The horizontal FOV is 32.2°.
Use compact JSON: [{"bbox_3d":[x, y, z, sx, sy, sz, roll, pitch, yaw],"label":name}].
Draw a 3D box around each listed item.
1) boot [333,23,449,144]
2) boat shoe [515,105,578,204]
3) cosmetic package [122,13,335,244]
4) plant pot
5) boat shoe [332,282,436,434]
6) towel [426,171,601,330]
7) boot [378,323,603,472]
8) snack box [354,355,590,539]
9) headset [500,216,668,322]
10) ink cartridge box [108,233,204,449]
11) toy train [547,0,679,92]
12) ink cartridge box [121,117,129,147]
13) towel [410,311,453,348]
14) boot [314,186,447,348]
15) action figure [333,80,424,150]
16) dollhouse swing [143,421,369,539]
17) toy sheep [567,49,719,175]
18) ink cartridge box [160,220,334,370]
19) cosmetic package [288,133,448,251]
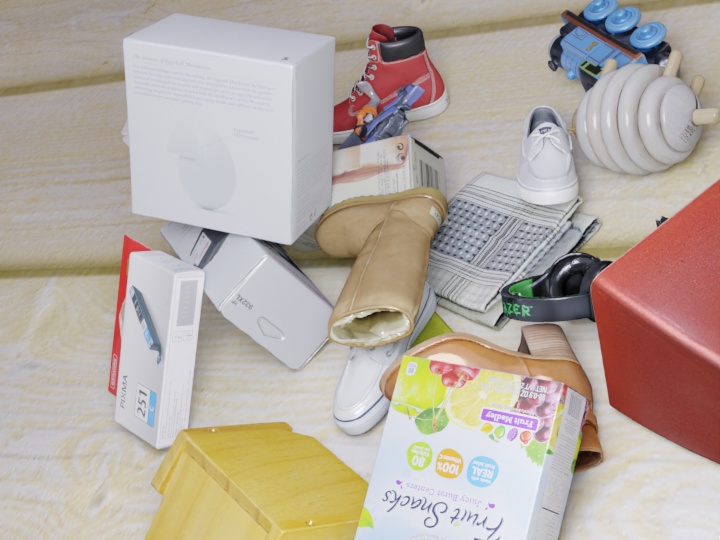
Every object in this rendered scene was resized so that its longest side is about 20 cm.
[{"bbox_3d":[0.004,-0.256,1.673,0.199,0.145,0.073,-17,39,15],"label":"boot"},{"bbox_3d":[0.215,-0.137,1.430,0.071,0.069,0.200,-2,26,13],"label":"boat shoe"},{"bbox_3d":[-0.140,-0.158,1.353,0.198,0.201,0.123,12,30,17],"label":"cosmetic package"},{"bbox_3d":[0.339,0.060,1.074,0.199,0.200,0.176,-36,51,-12],"label":"plant pot"},{"bbox_3d":[0.014,0.076,1.317,0.073,0.067,0.201,-3,46,35],"label":"boat shoe"},{"bbox_3d":[0.145,-0.031,1.412,0.192,0.035,0.200,-43,41,-21],"label":"towel"},{"bbox_3d":[0.124,0.134,1.181,0.199,0.074,0.155,-15,49,3],"label":"boot"},{"bbox_3d":[0.094,0.188,1.093,0.168,0.068,0.201,6,77,36],"label":"snack box"},{"bbox_3d":[0.236,0.005,1.250,0.199,0.095,0.123,-10,10,-21],"label":"headset"},{"bbox_3d":[-0.248,0.075,1.403,0.045,0.201,0.176,-4,18,-41],"label":"ink cartridge box"},{"bbox_3d":[0.311,-0.270,1.557,0.114,0.087,0.200,-36,38,-3],"label":"toy train"},{"bbox_3d":[-0.205,-0.158,1.625,0.084,0.200,0.145,-23,36,26],"label":"ink cartridge box"},{"bbox_3d":[0.074,0.098,1.316,0.086,0.018,0.200,-31,37,-7],"label":"towel"},{"bbox_3d":[0.000,0.000,1.312,0.174,0.066,0.201,-19,32,32],"label":"boot"},{"bbox_3d":[0.025,-0.158,1.583,0.200,0.104,0.194,-43,38,20],"label":"action figure"},{"bbox_3d":[-0.104,0.273,1.203,0.181,0.177,0.200,1,19,-38],"label":"dollhouse swing"},{"bbox_3d":[0.318,-0.172,1.398,0.199,0.138,0.138,-1,41,53],"label":"toy sheep"},{"bbox_3d":[-0.126,0.005,1.427,0.084,0.145,0.200,-47,38,2],"label":"ink cartridge box"},{"bbox_3d":[-0.008,-0.088,1.462,0.199,0.103,0.088,-10,74,26],"label":"cosmetic package"}]
